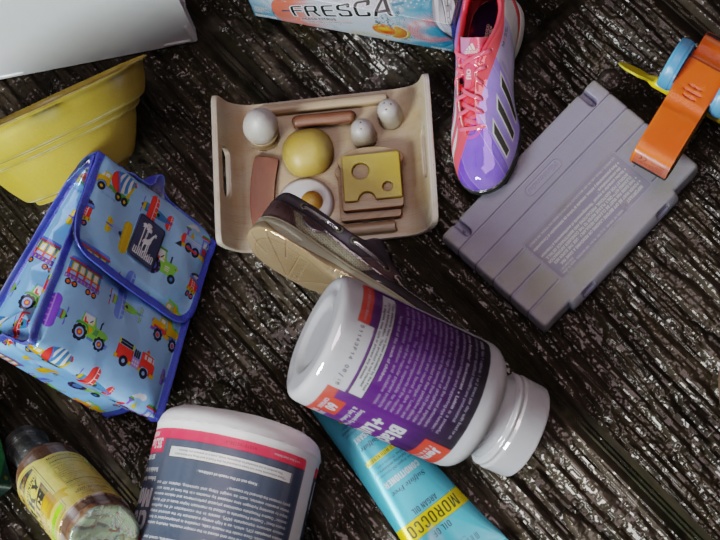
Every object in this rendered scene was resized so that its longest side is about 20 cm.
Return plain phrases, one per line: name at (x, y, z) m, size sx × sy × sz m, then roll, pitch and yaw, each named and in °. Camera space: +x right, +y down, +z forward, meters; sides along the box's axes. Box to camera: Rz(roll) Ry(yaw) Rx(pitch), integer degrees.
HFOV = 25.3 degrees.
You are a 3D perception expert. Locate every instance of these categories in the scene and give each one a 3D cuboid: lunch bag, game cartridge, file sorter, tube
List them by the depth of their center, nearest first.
tube at (0.034, 0.175, 1.358) m, size 0.077 × 0.050 × 0.200 m, roll -37°, pitch 77°, yaw -7°
lunch bag at (-0.213, 0.007, 1.380) m, size 0.094 × 0.150 × 0.200 m, roll -1°, pitch 60°, yaw 47°
game cartridge at (0.186, -0.056, 1.412) m, size 0.130 × 0.038 × 0.200 m, roll 43°, pitch 83°, yaw 12°
file sorter at (-0.268, -0.278, 1.477) m, size 0.199 × 0.139 × 0.125 m, roll -10°, pitch 70°, yaw 4°

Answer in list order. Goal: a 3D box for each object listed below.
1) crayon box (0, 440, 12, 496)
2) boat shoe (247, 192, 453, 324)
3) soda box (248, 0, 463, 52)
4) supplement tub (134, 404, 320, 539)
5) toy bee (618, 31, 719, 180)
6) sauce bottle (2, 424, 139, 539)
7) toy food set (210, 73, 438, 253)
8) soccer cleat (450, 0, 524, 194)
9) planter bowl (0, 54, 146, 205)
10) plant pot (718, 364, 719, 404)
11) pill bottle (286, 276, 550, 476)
crayon box at (-0.381, 0.103, 1.366) m, size 0.051 × 0.127 × 0.200 m, roll -37°, pitch 60°, yaw 26°
boat shoe at (0.000, 0.000, 1.382) m, size 0.200 × 0.072 × 0.065 m, roll 31°, pitch 62°, yaw -4°
soda box at (-0.003, -0.259, 1.477) m, size 0.199 × 0.064 × 0.069 m, roll 11°, pitch 75°, yaw 11°
supplement tub at (-0.119, 0.221, 1.311) m, size 0.140 × 0.140 × 0.201 m, roll 11°, pitch 75°, yaw 10°
toy bee at (0.302, -0.160, 1.390) m, size 0.200 × 0.109 × 0.131 m, roll -38°, pitch 78°, yaw 0°
sauce bottle at (-0.246, 0.183, 1.328) m, size 0.065 × 0.065 × 0.200 m, roll -50°, pitch 32°, yaw -8°
toy food set at (-0.032, -0.099, 1.435) m, size 0.199 × 0.060 × 0.144 m, roll -6°, pitch 73°, yaw 6°
soccer cleat at (0.106, -0.166, 1.421) m, size 0.068 × 0.073 × 0.201 m, roll -3°, pitch 68°, yaw 25°
planter bowl at (-0.263, -0.113, 1.426) m, size 0.200 × 0.200 × 0.084 m, roll -26°, pitch 102°, yaw -1°
plant pot at (0.397, 0.088, 1.313) m, size 0.200 × 0.093 × 0.202 m, roll -2°, pitch 73°, yaw 7°
pill bottle at (0.050, 0.093, 1.318) m, size 0.200 × 0.111 × 0.112 m, roll 25°, pitch 77°, yaw -13°
